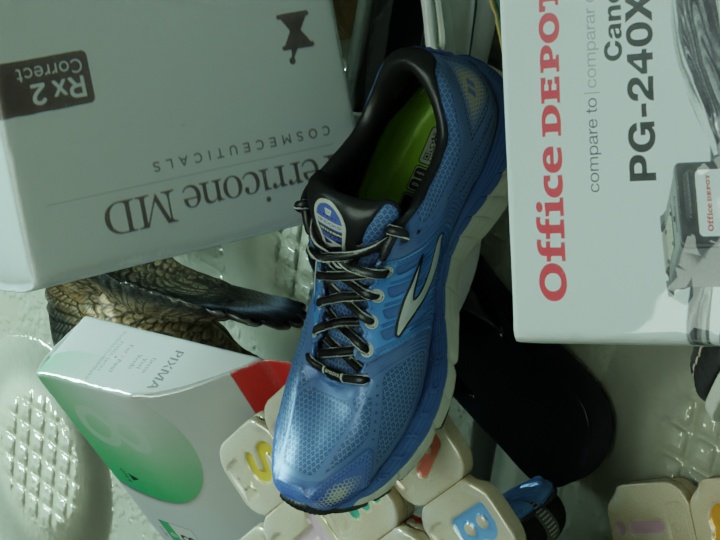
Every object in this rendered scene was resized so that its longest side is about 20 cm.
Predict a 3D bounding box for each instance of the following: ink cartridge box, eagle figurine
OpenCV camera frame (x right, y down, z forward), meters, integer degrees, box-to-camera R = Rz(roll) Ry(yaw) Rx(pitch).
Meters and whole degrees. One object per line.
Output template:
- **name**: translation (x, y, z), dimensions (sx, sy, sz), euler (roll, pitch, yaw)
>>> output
- **ink cartridge box**: translation (-0.050, 0.104, 0.970), dimensions (0.199, 0.050, 0.161), euler (13, 145, 40)
- **ink cartridge box**: translation (0.149, -0.046, 0.664), dimensions (0.199, 0.083, 0.147), euler (-1, 92, 38)
- **eagle figurine**: translation (-0.118, 0.002, 1.039), dimensions (0.151, 0.151, 0.201), euler (-42, 62, 23)

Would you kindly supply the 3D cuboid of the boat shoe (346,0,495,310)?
- **boat shoe**: translation (0.015, -0.062, 0.888), dimensions (0.073, 0.065, 0.202), euler (4, 91, 40)

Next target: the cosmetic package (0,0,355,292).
- **cosmetic package**: translation (-0.117, -0.106, 0.872), dimensions (0.165, 0.164, 0.202), euler (1, 104, 63)

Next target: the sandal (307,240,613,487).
- **sandal**: translation (0.040, 0.027, 0.928), dimensions (0.200, 0.043, 0.077), euler (40, 127, 35)

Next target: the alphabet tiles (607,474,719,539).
- **alphabet tiles**: translation (0.168, 0.189, 0.848), dimensions (0.195, 0.015, 0.202), euler (-13, 90, 49)

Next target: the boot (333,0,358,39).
- **boot**: translation (-0.054, -0.208, 0.953), dimensions (0.143, 0.070, 0.203), euler (11, 112, 46)

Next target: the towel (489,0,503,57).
- **towel**: translation (0.065, -0.123, 0.780), dimensions (0.022, 0.147, 0.201), euler (-11, 110, 11)

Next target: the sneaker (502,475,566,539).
- **sneaker**: translation (0.068, 0.172, 0.909), dimensions (0.083, 0.070, 0.201), euler (43, 141, 30)

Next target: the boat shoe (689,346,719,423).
- **boat shoe**: translation (0.176, -0.031, 0.740), dimensions (0.060, 0.074, 0.201), euler (45, 127, 31)

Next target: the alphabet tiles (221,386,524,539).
- **alphabet tiles**: translation (0.011, 0.145, 0.873), dimensions (0.201, 0.015, 0.196), euler (56, 139, 7)

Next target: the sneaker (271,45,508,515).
- **sneaker**: translation (0.000, 0.000, 0.789), dimensions (0.078, 0.089, 0.202), euler (14, 85, 36)
